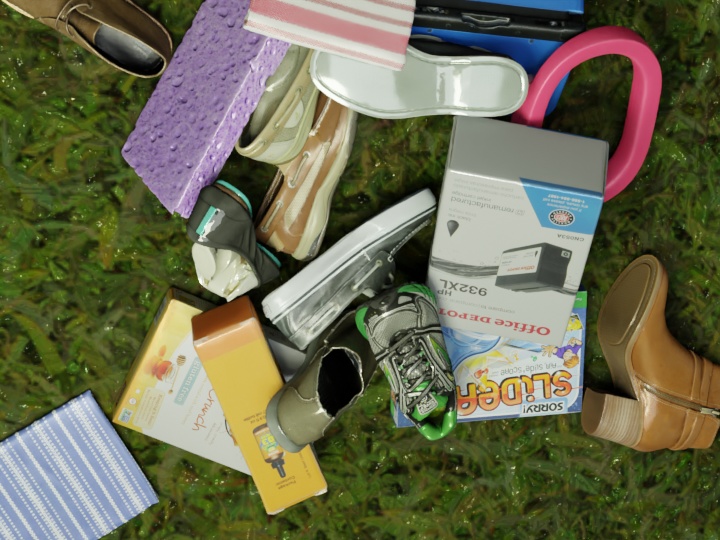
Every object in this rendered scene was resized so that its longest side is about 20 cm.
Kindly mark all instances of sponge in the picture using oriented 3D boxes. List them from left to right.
[{"bbox_3d":[-0.138,-0.160,1.306,0.030,0.112,0.201,17,110,-45],"label":"sponge"}]

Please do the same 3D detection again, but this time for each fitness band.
[{"bbox_3d":[0.212,-0.140,1.380,0.142,0.038,0.202,-11,133,-17],"label":"fitness band"}]

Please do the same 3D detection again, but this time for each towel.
[{"bbox_3d":[-0.321,0.226,1.469,0.199,0.024,0.146,-30,110,1],"label":"towel"},{"bbox_3d":[-0.017,-0.277,1.266,0.145,0.030,0.202,14,70,-11],"label":"towel"}]

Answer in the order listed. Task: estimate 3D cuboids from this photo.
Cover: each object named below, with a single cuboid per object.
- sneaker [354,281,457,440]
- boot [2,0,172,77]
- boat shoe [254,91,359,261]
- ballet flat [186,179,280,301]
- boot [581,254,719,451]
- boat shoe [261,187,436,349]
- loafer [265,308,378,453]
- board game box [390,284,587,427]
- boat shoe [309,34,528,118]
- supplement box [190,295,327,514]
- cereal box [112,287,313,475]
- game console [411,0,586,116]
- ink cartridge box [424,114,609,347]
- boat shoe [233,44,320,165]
[{"bbox_3d":[0.055,0.085,1.365,0.077,0.086,0.201,-25,139,5],"label":"sneaker"},{"bbox_3d":[-0.251,-0.234,1.278,0.199,0.076,0.074,30,105,-18],"label":"boot"},{"bbox_3d":[-0.052,-0.107,1.361,0.073,0.076,0.202,14,107,-11],"label":"boat shoe"},{"bbox_3d":[-0.124,-0.017,1.331,0.068,0.200,0.069,29,76,18],"label":"ballet flat"},{"bbox_3d":[0.320,0.090,1.508,0.153,0.074,0.202,10,103,-23],"label":"boot"},{"bbox_3d":[0.000,0.000,1.394,0.199,0.072,0.071,-37,92,-6],"label":"boat shoe"},{"bbox_3d":[-0.017,0.099,1.383,0.069,0.200,0.076,-25,109,36],"label":"loafer"},{"bbox_3d":[0.129,0.085,1.484,0.197,0.035,0.137,-5,111,-8],"label":"board game box"},{"bbox_3d":[0.049,-0.173,1.305,0.197,0.060,0.077,10,103,-11],"label":"boat shoe"},{"bbox_3d":[-0.098,0.131,1.403,0.066,0.069,0.202,-22,110,-2],"label":"supplement box"},{"bbox_3d":[-0.129,0.119,1.449,0.198,0.040,0.145,23,105,-17],"label":"cereal box"},{"bbox_3d":[0.103,-0.249,1.364,0.197,0.119,0.172,5,141,-11],"label":"game console"},{"bbox_3d":[0.140,-0.033,1.361,0.143,0.084,0.201,10,135,2],"label":"ink cartridge box"},{"bbox_3d":[-0.065,-0.197,1.305,0.073,0.063,0.203,21,96,26],"label":"boat shoe"}]
